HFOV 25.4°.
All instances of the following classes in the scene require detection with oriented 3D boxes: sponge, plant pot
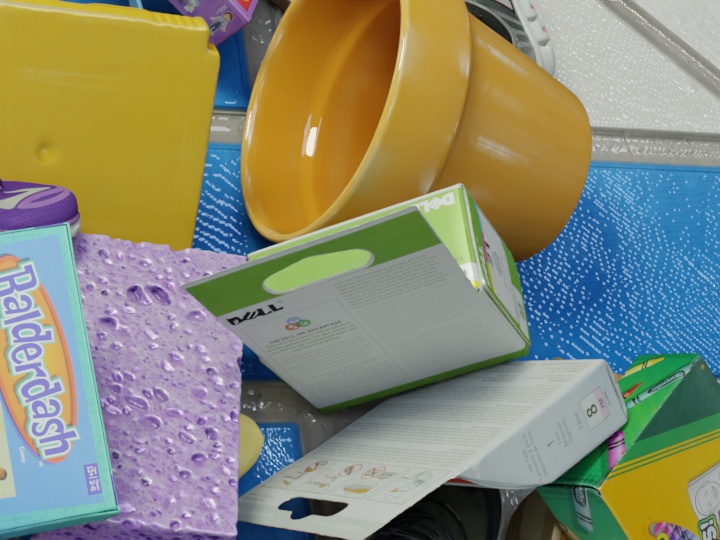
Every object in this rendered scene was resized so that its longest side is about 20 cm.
[{"bbox_3d":[-0.123,0.068,0.913,0.110,0.030,0.202,9,48,-12],"label":"sponge"},{"bbox_3d":[0.046,-0.091,1.062,0.182,0.200,0.202,17,55,-29],"label":"plant pot"}]

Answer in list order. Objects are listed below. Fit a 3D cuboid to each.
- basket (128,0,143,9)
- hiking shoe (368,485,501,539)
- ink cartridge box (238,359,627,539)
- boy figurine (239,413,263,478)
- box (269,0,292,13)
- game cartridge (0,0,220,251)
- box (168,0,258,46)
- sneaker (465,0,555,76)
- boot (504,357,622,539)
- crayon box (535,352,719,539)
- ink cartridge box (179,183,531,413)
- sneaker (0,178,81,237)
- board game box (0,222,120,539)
[{"bbox_3d":[-0.238,-0.183,1.025,0.198,0.139,0.178,-4,62,-25],"label":"basket"},{"bbox_3d":[0.034,0.181,0.937,0.075,0.101,0.200,38,55,4],"label":"hiking shoe"},{"bbox_3d":[0.036,0.117,0.940,0.199,0.162,0.058,-36,107,-31],"label":"ink cartridge box"},{"bbox_3d":[-0.157,0.100,0.935,0.198,0.065,0.125,-1,47,-24],"label":"boy figurine"},{"bbox_3d":[-0.025,-0.256,1.222,0.200,0.021,0.164,40,56,6],"label":"box"},{"bbox_3d":[-0.192,-0.077,0.973,0.198,0.178,0.032,4,22,-19],"label":"game cartridge"},{"bbox_3d":[-0.138,-0.267,1.082,0.200,0.039,0.138,45,37,-23],"label":"box"},{"bbox_3d":[0.067,-0.206,1.168,0.087,0.073,0.201,-37,100,-43],"label":"sneaker"},{"bbox_3d":[0.172,0.162,1.024,0.143,0.071,0.203,22,61,-16],"label":"boot"},{"bbox_3d":[0.204,0.166,0.980,0.119,0.058,0.201,-45,112,-29],"label":"crayon box"},{"bbox_3d":[0.000,0.000,0.937,0.146,0.200,0.077,-17,59,16],"label":"ink cartridge box"},{"bbox_3d":[-0.251,-0.059,0.907,0.198,0.081,0.084,15,96,-24],"label":"sneaker"},{"bbox_3d":[-0.232,0.067,0.797,0.198,0.045,0.154,-8,80,-19],"label":"board game box"}]
